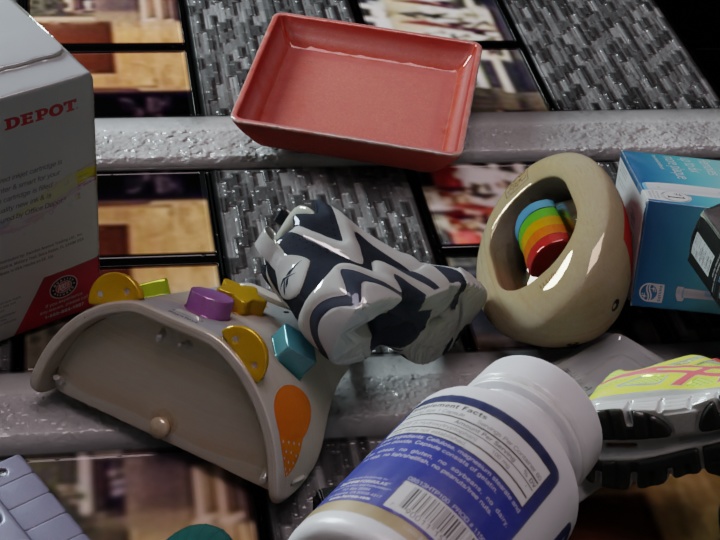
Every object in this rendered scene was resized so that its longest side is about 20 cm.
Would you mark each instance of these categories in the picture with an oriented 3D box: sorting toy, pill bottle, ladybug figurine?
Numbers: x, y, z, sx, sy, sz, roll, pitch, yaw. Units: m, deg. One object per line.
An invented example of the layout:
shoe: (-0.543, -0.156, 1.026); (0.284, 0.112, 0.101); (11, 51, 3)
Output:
sorting toy: (-0.092, 0.051, 1.073); (0.198, 0.108, 0.180); (22, 20, 19)
pill bottle: (0.056, 0.138, 0.888); (0.119, 0.121, 0.200); (25, 41, 24)
ladybug figurine: (0.150, -0.012, 1.159); (0.072, 0.136, 0.201); (36, 25, -23)

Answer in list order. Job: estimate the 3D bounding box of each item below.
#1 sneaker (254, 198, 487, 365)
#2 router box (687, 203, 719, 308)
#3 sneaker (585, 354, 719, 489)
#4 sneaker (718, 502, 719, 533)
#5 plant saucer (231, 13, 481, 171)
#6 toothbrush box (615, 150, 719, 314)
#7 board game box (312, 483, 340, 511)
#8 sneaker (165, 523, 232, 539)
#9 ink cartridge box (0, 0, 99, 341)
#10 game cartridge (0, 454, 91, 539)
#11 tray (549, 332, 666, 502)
sneaker: (0.000, 0.000, 1.090); (0.130, 0.080, 0.198); (45, 29, 24)
router box: (0.346, -0.002, 1.048); (0.198, 0.062, 0.151); (-21, 58, -14)
sneaker: (0.230, 0.085, 0.968); (0.197, 0.079, 0.090); (0, 27, 23)
sneaker: (0.276, 0.170, 0.979); (0.080, 0.074, 0.201); (17, 43, -2)
plant saucer: (0.001, -0.155, 1.374); (0.197, 0.037, 0.201); (9, 37, 5)
toothbrush box: (0.300, -0.025, 1.188); (0.197, 0.086, 0.147); (7, 19, 0)
board game box: (0.065, 0.196, 0.936); (0.134, 0.028, 0.201); (-9, 40, -19)
sneaker: (-0.116, 0.201, 0.858); (0.070, 0.081, 0.201); (15, 37, 12)
ink cartridge box: (-0.280, -0.069, 1.094); (0.144, 0.202, 0.144); (-20, 44, -31)
game cartridge: (-0.254, 0.189, 0.899); (0.199, 0.039, 0.129); (-23, 42, -33)
tray: (0.161, 0.091, 1.070); (0.107, 0.022, 0.199); (32, 34, 30)
